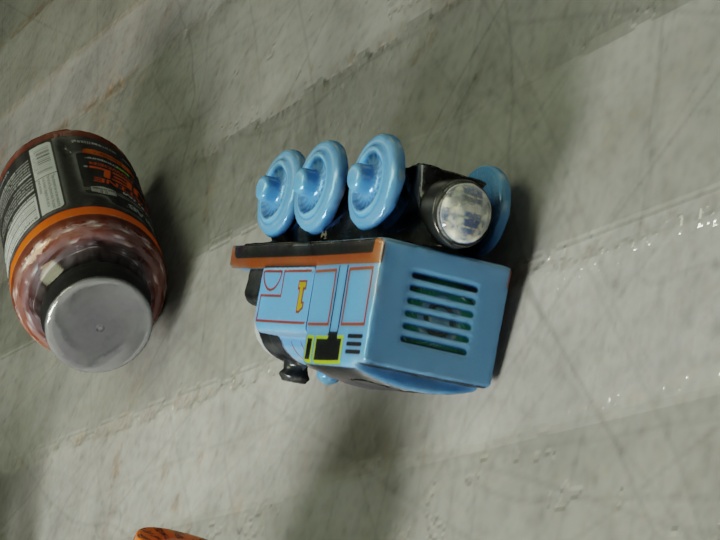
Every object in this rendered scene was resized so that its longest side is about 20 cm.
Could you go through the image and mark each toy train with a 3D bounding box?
[{"bbox_3d":[0.000,0.000,0.899,0.200,0.086,0.115,-2,75,63],"label":"toy train"}]

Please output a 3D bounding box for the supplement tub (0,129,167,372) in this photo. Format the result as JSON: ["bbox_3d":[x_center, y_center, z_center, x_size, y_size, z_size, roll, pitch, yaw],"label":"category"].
[{"bbox_3d":[-0.189,-0.011,1.263,0.107,0.106,0.200,-59,27,19],"label":"supplement tub"}]

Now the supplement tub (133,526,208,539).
[{"bbox_3d":[-0.097,0.231,0.865,0.122,0.122,0.201,22,91,65],"label":"supplement tub"}]
